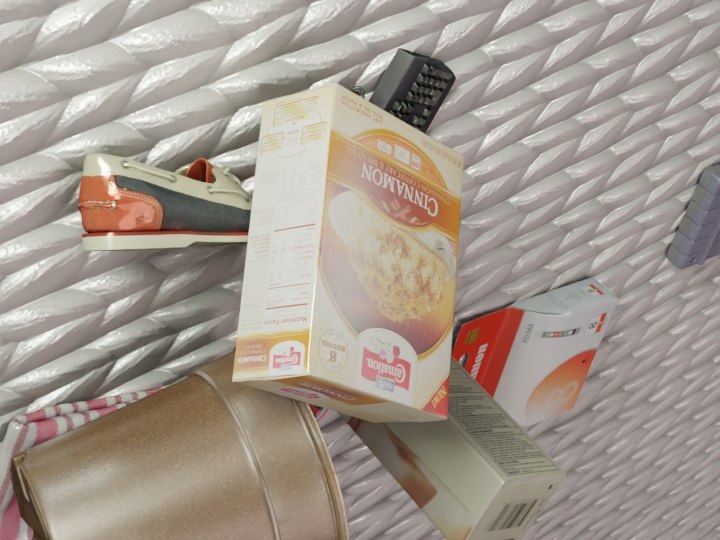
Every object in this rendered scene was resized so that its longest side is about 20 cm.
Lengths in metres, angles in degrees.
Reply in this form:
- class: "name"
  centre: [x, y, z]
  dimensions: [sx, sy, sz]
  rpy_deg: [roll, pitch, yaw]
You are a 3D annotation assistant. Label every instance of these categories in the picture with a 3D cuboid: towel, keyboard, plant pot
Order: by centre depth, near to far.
- class: "plant pot"
  centre: [-0.140, 0.175, 0.939]
  dimensions: [0.197, 0.201, 0.201]
  rpy_deg: [-18, 138, -22]
- class: "keyboard"
  centre: [-0.005, -0.082, 0.994]
  dimensions: [0.127, 0.021, 0.201]
  rpy_deg: [6, 120, -49]
- class: "towel"
  centre: [-0.206, 0.162, 1.024]
  dimensions: [0.199, 0.030, 0.147]
  rpy_deg: [-7, 129, -42]

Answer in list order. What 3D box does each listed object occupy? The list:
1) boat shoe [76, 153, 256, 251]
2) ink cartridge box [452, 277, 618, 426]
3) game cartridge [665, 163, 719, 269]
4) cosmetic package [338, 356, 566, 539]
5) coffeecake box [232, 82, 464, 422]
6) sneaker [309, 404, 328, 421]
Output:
- class: "boat shoe"
  centre: [-0.113, -0.047, 0.881]
  dimensions: [0.199, 0.071, 0.063]
  rpy_deg: [-4, 90, -52]
- class: "ink cartridge box"
  centre: [0.171, 0.102, 1.341]
  dimensions: [0.199, 0.050, 0.163]
  rpy_deg: [-19, 137, -38]
- class: "game cartridge"
  centre: [0.443, -0.078, 1.458]
  dimensions: [0.199, 0.038, 0.130]
  rpy_deg: [-16, 140, -36]
- class: "cosmetic package"
  centre: [0.076, 0.152, 1.160]
  dimensions: [0.103, 0.200, 0.088]
  rpy_deg: [5, 123, -46]
- class: "coffeecake box"
  centre: [-0.003, -0.006, 0.896]
  dimensions: [0.153, 0.073, 0.202]
  rpy_deg: [23, 67, -47]
- class: "sneaker"
  centre: [-0.020, 0.088, 1.101]
  dimensions: [0.200, 0.079, 0.096]
  rpy_deg: [-43, 148, -3]
